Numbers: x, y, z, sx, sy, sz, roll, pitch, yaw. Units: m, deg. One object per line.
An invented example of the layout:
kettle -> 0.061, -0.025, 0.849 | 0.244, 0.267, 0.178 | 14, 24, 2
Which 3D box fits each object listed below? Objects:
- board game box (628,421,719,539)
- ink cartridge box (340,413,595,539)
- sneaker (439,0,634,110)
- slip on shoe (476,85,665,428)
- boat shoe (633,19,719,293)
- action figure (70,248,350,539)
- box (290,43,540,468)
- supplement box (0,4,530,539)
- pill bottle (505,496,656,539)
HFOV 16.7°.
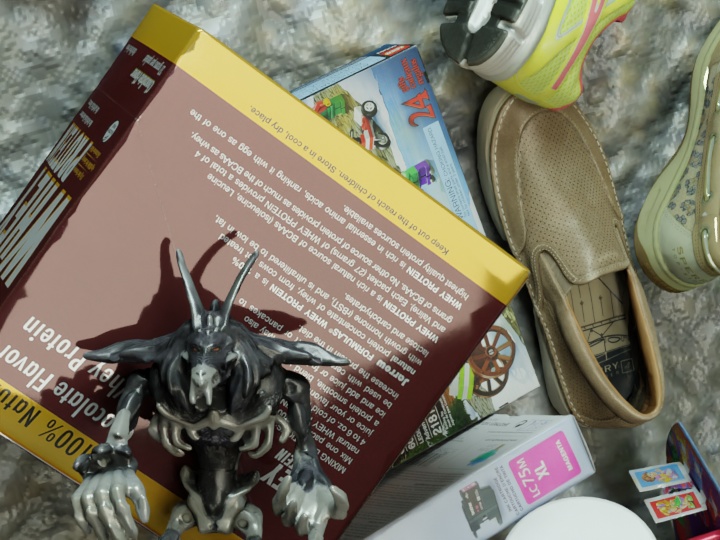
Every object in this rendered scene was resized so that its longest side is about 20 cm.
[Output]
board game box -> 0.184, 0.185, 1.312 | 0.039, 0.200, 0.158 | -16, 127, -7
ink cartridge box -> 0.010, 0.134, 1.250 | 0.200, 0.119, 0.042 | -27, 98, -22
sneaker -> 0.115, -0.174, 1.302 | 0.090, 0.078, 0.200 | 38, 73, -36
slip on shoe -> 0.118, -0.008, 1.325 | 0.076, 0.061, 0.201 | -17, 103, -24
boat shoe -> 0.218, -0.076, 1.356 | 0.073, 0.063, 0.201 | 34, 67, -26
action figure -> -0.062, 0.096, 1.056 | 0.118, 0.102, 0.201 | -1, 103, -2
box -> 0.000, 0.000, 1.279 | 0.136, 0.038, 0.201 | -28, 107, -22
supplement box -> -0.069, 0.015, 1.160 | 0.197, 0.133, 0.200 | 35, 91, -18
pill bottle -> 0.120, 0.204, 1.269 | 0.111, 0.111, 0.200 | -38, 146, -19
